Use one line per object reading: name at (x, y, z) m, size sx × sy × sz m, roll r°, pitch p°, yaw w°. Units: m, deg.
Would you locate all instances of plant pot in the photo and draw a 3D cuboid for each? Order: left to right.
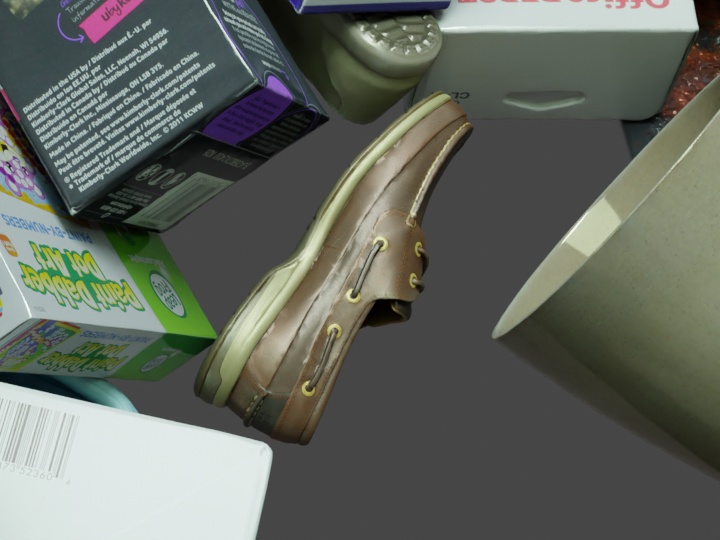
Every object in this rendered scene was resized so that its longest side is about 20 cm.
plant pot at (0.196, 0.031, 1.038) m, size 0.200 × 0.187 × 0.187 m, roll 43°, pitch 63°, yaw -1°

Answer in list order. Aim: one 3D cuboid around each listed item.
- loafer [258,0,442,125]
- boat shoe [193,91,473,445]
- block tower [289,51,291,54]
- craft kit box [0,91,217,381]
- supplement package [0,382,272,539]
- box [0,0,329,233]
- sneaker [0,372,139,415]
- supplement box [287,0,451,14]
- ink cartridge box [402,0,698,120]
loafer at (-0.034, -0.149, 1.124) m, size 0.075 × 0.068 × 0.200 m, roll -3°, pitch 43°, yaw -36°
boat shoe at (0.000, 0.000, 1.075) m, size 0.067 × 0.072 × 0.200 m, roll 35°, pitch 69°, yaw 5°
block tower at (-0.120, -0.134, 1.109) m, size 0.200 × 0.058 × 0.054 m, roll 40°, pitch 64°, yaw 12°
craft kit box at (-0.162, -0.045, 0.982) m, size 0.048 × 0.200 × 0.198 m, roll -31°, pitch 78°, yaw 14°
supplement package at (-0.149, 0.152, 0.893) m, size 0.190 × 0.200 × 0.148 m, roll 14°, pitch 60°, yaw -1°
box at (-0.119, -0.130, 1.008) m, size 0.106 × 0.122 × 0.201 m, roll -33°, pitch 78°, yaw 10°
sneaker at (-0.189, 0.047, 1.011) m, size 0.199 × 0.082 × 0.074 m, roll 16°, pitch 60°, yaw 1°
supplement box at (-0.030, -0.225, 1.077) m, size 0.101 × 0.104 × 0.200 m, roll -8°, pitch 45°, yaw -41°
ink cartridge box at (0.090, -0.187, 1.177) m, size 0.147 × 0.086 × 0.201 m, roll -2°, pitch 60°, yaw -10°
